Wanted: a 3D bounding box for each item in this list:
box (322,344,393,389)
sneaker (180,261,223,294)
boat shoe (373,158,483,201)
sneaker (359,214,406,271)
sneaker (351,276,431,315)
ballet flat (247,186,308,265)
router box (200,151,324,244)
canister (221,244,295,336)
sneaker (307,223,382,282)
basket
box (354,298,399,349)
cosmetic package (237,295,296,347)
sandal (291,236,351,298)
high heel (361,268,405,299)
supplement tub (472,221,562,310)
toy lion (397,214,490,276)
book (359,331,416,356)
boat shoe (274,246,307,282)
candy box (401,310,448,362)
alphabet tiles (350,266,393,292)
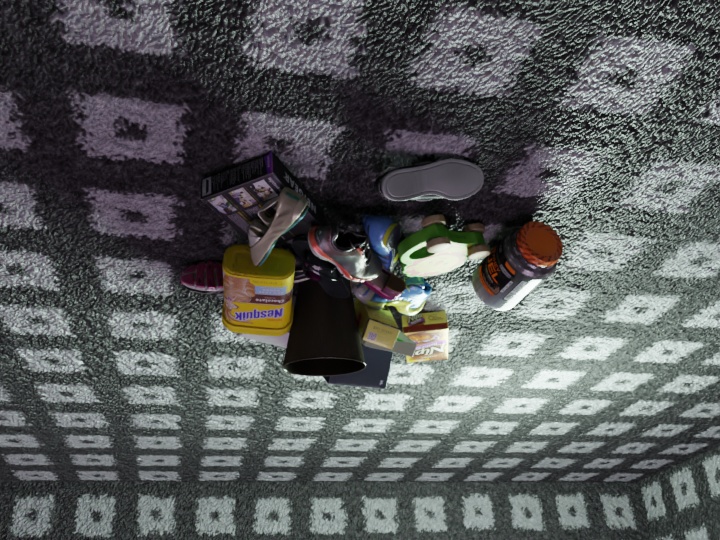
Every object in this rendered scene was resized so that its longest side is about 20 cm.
[{"bbox_3d":[-0.029,0.205,1.723,0.148,0.108,0.200,10,-173,-22],"label":"box"},{"bbox_3d":[-0.286,0.031,1.522,0.199,0.074,0.088,-2,145,-12],"label":"sneaker"},{"bbox_3d":[0.121,-0.161,1.247,0.199,0.076,0.060,-2,-170,-20],"label":"boat shoe"},{"bbox_3d":[0.044,-0.061,1.425,0.078,0.066,0.200,28,167,17],"label":"sneaker"},{"bbox_3d":[0.078,0.035,1.566,0.199,0.076,0.105,14,130,-40],"label":"sneaker"},{"bbox_3d":[-0.163,-0.080,1.258,0.069,0.070,0.200,16,141,-30],"label":"ballet flat"},{"bbox_3d":[-0.175,-0.121,1.291,0.148,0.051,0.200,-16,148,18],"label":"router box"},{"bbox_3d":[-0.205,0.041,1.413,0.148,0.087,0.200,6,142,-5],"label":"canister"},{"bbox_3d":[-0.010,-0.035,1.342,0.082,0.077,0.200,-19,152,35],"label":"sneaker"},{"bbox_3d":[-0.080,0.114,1.521,0.179,0.201,0.136,-5,156,8],"label":"basket"},{"bbox_3d":[0.031,0.108,1.568,0.075,0.200,0.050,20,103,-13],"label":"box"},{"bbox_3d":[-0.180,0.115,1.648,0.199,0.108,0.085,19,145,-30],"label":"cosmetic package"},{"bbox_3d":[-0.074,0.005,1.400,0.075,0.048,0.201,-3,143,28],"label":"sandal"},{"bbox_3d":[0.000,0.000,1.473,0.200,0.068,0.096,36,164,-2],"label":"high heel"},{"bbox_3d":[0.327,-0.010,1.466,0.122,0.123,0.200,7,148,-17],"label":"supplement tub"},{"bbox_3d":[0.151,-0.036,1.437,0.199,0.069,0.191,7,153,-43],"label":"toy lion"},{"bbox_3d":[0.026,0.144,1.654,0.133,0.048,0.200,15,-172,-28],"label":"book"},{"bbox_3d":[-0.165,-0.017,1.454,0.199,0.072,0.068,-4,154,5],"label":"boat shoe"},{"bbox_3d":[0.171,0.177,1.844,0.116,0.057,0.200,-6,151,4],"label":"candy box"},{"bbox_3d":[-0.034,0.004,1.561,0.199,0.015,0.196,-15,149,18],"label":"alphabet tiles"}]
